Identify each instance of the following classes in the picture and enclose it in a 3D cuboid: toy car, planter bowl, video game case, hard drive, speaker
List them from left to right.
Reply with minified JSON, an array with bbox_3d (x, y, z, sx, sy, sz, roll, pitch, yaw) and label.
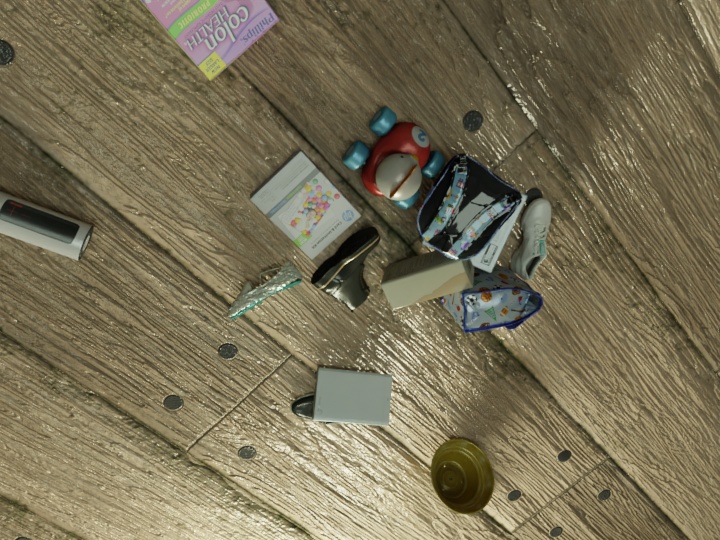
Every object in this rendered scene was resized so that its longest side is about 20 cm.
[{"bbox_3d":[-0.667,-0.093,1.146,0.200,0.081,0.081,23,107,-18],"label":"speaker"},{"bbox_3d":[-0.019,0.326,1.437,0.199,0.026,0.132,8,77,-14],"label":"hard drive"},{"bbox_3d":[0.087,-0.216,1.163,0.184,0.200,0.177,36,103,-22],"label":"toy car"},{"bbox_3d":[0.272,0.588,1.582,0.200,0.201,0.083,14,150,-15],"label":"planter bowl"},{"bbox_3d":[0.263,-0.118,1.300,0.181,0.023,0.201,23,103,-1],"label":"video game case"}]

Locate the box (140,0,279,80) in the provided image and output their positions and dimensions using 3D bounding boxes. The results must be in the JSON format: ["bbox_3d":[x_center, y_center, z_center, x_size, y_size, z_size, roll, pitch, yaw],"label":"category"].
[{"bbox_3d":[-0.282,-0.493,1.035,0.176,0.097,0.200,-38,115,7],"label":"box"}]

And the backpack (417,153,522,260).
[{"bbox_3d":[0.224,-0.132,1.219,0.182,0.135,0.200,34,102,-3],"label":"backpack"}]

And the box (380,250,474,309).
[{"bbox_3d":[0.156,0.013,1.296,0.199,0.095,0.078,-17,115,24],"label":"box"}]

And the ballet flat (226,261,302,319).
[{"bbox_3d":[-0.230,0.042,1.300,0.200,0.072,0.072,-29,115,0],"label":"ballet flat"}]

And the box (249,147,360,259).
[{"bbox_3d":[-0.122,-0.145,1.244,0.156,0.041,0.200,-41,115,8],"label":"box"}]

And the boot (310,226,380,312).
[{"bbox_3d":[0.000,0.000,1.317,0.200,0.078,0.138,-38,119,21],"label":"boot"}]

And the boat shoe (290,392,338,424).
[{"bbox_3d":[-0.083,0.371,1.457,0.199,0.066,0.075,9,112,-13],"label":"boat shoe"}]

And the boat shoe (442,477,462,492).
[{"bbox_3d":[0.305,0.671,1.658,0.200,0.062,0.073,32,104,-21],"label":"boat shoe"}]

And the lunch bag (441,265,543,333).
[{"bbox_3d":[0.312,0.062,1.340,0.199,0.170,0.124,-10,113,-9],"label":"lunch bag"}]

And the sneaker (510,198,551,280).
[{"bbox_3d":[0.428,-0.071,1.349,0.075,0.089,0.201,5,112,-11],"label":"sneaker"}]
